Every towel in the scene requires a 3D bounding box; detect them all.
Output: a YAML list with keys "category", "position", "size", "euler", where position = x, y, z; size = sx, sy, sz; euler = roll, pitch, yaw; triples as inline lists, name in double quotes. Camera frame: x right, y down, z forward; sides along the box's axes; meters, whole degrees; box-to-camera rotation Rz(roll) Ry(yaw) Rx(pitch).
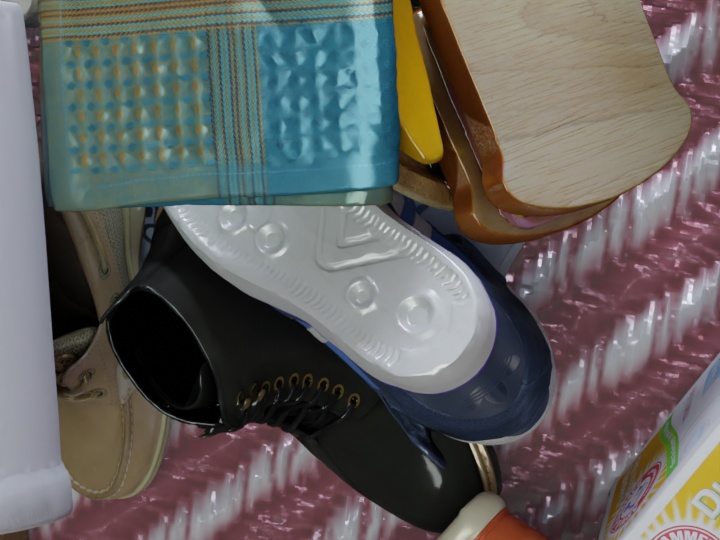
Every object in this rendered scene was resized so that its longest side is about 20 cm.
- category: "towel"
  position: [-0.057, -0.123, 1.046]
  size: [0.146, 0.022, 0.201]
  euler: [0, 99, 17]

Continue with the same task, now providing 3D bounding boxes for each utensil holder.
- category: "utensil holder"
  position: [-0.201, 0.001, 1.060]
  size: [0.169, 0.170, 0.201]
  euler: [-3, 90, 12]

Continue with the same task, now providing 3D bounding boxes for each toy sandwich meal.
- category: "toy sandwich meal"
  position: [0.053, -0.111, 1.099]
  size: [0.070, 0.205, 0.206]
  euler: [-7, 109, 50]

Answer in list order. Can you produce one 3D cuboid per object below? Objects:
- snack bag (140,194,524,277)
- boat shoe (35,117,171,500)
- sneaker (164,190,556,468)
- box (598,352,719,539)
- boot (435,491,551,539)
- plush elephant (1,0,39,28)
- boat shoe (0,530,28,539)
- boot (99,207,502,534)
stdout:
- category: "snack bag"
  position: [-0.019, -0.033, 1.217]
  size: [0.188, 0.021, 0.201]
  euler: [30, 115, 1]
- category: "boat shoe"
  position: [-0.129, 0.024, 1.214]
  size: [0.072, 0.065, 0.201]
  euler: [14, 125, 22]
- category: "sneaker"
  position: [0.000, 0.000, 1.157]
  size: [0.200, 0.146, 0.081]
  euler: [42, 90, 26]
- category: "box"
  position: [0.197, 0.071, 1.160]
  size: [0.101, 0.113, 0.200]
  euler: [36, 111, -2]
- category: "boot"
  position: [0.046, 0.179, 1.229]
  size: [0.107, 0.075, 0.200]
  euler: [42, 134, 9]
- category: "plush elephant"
  position: [-0.147, -0.187, 1.129]
  size: [0.154, 0.165, 0.200]
  euler: [-13, 133, 28]
- category: "boat shoe"
  position: [-0.199, 0.173, 1.293]
  size: [0.064, 0.072, 0.201]
  euler: [14, 111, 18]
- category: "boot"
  position: [-0.030, 0.060, 1.169]
  size: [0.200, 0.138, 0.077]
  euler: [44, 115, -7]
